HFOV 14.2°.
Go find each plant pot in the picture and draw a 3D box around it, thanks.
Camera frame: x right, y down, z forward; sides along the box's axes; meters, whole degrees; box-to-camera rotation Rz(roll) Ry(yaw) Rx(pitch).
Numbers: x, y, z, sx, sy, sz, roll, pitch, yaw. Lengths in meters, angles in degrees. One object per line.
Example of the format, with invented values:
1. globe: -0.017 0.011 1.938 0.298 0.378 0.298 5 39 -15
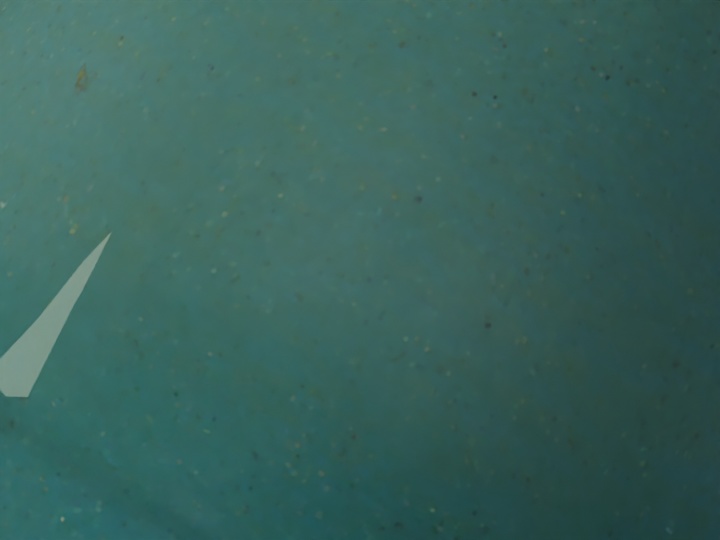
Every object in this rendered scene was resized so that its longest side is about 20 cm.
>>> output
1. plant pot: 0.015 -0.005 0.499 0.188 0.200 0.200 -60 29 -1
